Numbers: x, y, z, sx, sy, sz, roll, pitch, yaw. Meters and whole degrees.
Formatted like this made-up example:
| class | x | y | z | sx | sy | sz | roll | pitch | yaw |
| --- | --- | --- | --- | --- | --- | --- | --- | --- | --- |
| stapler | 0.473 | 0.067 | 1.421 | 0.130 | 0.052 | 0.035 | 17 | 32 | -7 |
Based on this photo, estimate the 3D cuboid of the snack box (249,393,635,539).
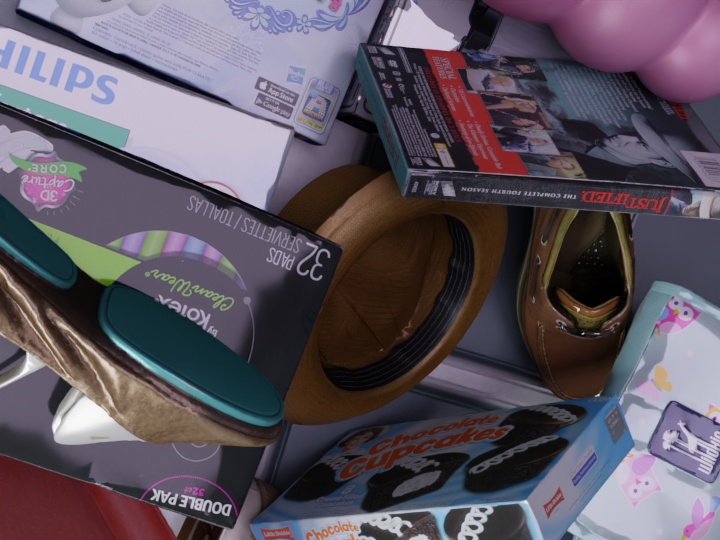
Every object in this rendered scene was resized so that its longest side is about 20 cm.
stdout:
| class | x | y | z | sx | sy | sz | roll | pitch | yaw |
| --- | --- | --- | --- | --- | --- | --- | --- | --- | --- |
| snack box | 0.045 | 0.124 | 0.815 | 0.116 | 0.200 | 0.037 | -37 | 108 | -48 |

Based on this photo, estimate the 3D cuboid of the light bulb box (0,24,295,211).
| class | x | y | z | sx | sy | sz | roll | pitch | yaw |
| --- | --- | --- | --- | --- | --- | --- | --- | --- | --- |
| light bulb box | -0.166 | -0.020 | 0.803 | 0.198 | 0.125 | 0.201 | 18 | 91 | -15 |

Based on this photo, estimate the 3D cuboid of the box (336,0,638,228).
| class | x | y | z | sx | sy | sz | roll | pitch | yaw |
| --- | --- | --- | --- | --- | --- | --- | --- | --- | --- |
| box | 0.096 | -0.113 | 0.895 | 0.200 | 0.060 | 0.117 | 21 | 89 | -15 |

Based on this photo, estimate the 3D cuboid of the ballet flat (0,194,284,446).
| class | x | y | z | sx | sy | sz | roll | pitch | yaw |
| --- | --- | --- | --- | --- | --- | --- | --- | --- | --- |
| ballet flat | -0.129 | 0.029 | 0.596 | 0.200 | 0.068 | 0.072 | 36 | 107 | -15 |

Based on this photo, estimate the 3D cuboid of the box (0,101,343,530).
| class | x | y | z | sx | sy | sz | roll | pitch | yaw |
| --- | --- | --- | --- | --- | --- | --- | --- | --- | --- |
| box | -0.136 | 0.014 | 0.685 | 0.200 | 0.124 | 0.149 | 21 | 89 | -17 |

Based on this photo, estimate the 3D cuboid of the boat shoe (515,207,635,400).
| class | x | y | z | sx | sy | sz | roll | pitch | yaw |
| --- | --- | --- | --- | --- | --- | --- | --- | --- | --- |
| boat shoe | 0.133 | 0.012 | 0.873 | 0.072 | 0.068 | 0.200 | -6 | 125 | 4 |

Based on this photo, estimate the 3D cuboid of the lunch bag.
| class | x | y | z | sx | sy | sz | roll | pitch | yaw |
| --- | --- | --- | --- | --- | --- | --- | --- | --- | --- |
| lunch bag | 0.212 | 0.115 | 0.886 | 0.200 | 0.122 | 0.171 | 31 | 85 | -40 |

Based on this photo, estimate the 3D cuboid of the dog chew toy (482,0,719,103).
| class | x | y | z | sx | sy | sz | roll | pitch | yaw |
| --- | --- | --- | --- | --- | --- | --- | --- | --- | --- |
| dog chew toy | 0.148 | -0.173 | 0.814 | 0.200 | 0.125 | 0.125 | 37 | 85 | -10 |

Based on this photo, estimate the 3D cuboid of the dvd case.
| class | x | y | z | sx | sy | sz | roll | pitch | yaw |
| --- | --- | --- | --- | --- | --- | --- | --- | --- | --- |
| dvd case | 0.106 | -0.080 | 0.801 | 0.199 | 0.146 | 0.022 | 2 | 125 | -15 |

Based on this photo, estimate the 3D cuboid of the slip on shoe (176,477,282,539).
| class | x | y | z | sx | sy | sz | roll | pitch | yaw |
| --- | --- | --- | --- | --- | --- | --- | --- | --- | --- |
| slip on shoe | -0.105 | 0.220 | 0.870 | 0.061 | 0.076 | 0.200 | 32 | 82 | -30 |

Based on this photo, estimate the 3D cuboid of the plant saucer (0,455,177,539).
| class | x | y | z | sx | sy | sz | roll | pitch | yaw |
| --- | --- | --- | --- | --- | --- | --- | --- | --- | --- |
| plant saucer | -0.166 | 0.159 | 0.758 | 0.037 | 0.199 | 0.200 | -44 | 66 | 16 |

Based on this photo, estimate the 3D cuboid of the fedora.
| class | x | y | z | sx | sy | sz | roll | pitch | yaw |
| --- | --- | --- | --- | --- | --- | --- | --- | --- | --- |
| fedora | 0.000 | 0.000 | 0.842 | 0.200 | 0.082 | 0.201 | -30 | 144 | -25 |

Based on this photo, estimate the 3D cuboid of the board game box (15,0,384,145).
| class | x | y | z | sx | sy | sz | roll | pitch | yaw |
| --- | --- | --- | --- | --- | --- | --- | --- | --- | --- |
| board game box | -0.076 | -0.205 | 0.852 | 0.200 | 0.043 | 0.199 | 23 | 89 | -15 |
